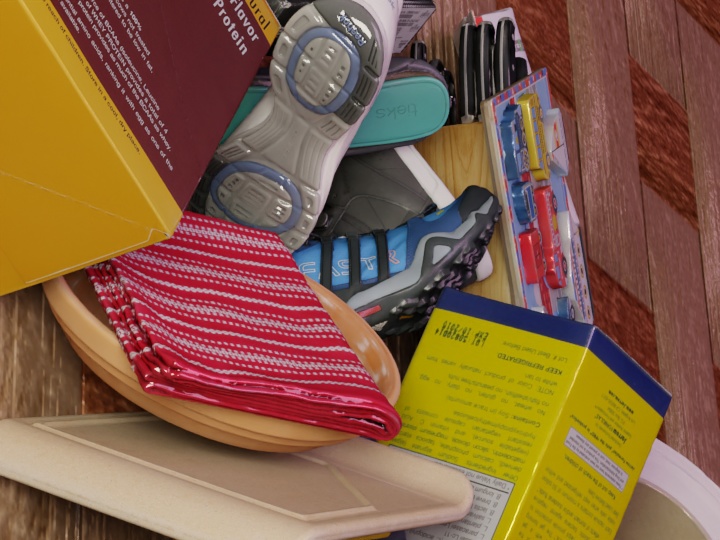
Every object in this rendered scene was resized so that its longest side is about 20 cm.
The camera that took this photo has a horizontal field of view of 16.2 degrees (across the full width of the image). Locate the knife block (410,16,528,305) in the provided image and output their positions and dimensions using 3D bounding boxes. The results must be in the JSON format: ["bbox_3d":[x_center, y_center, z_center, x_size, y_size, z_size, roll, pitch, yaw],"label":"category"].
[{"bbox_3d":[0.083,-0.054,1.600,0.200,0.176,0.064,42,1,30],"label":"knife block"}]

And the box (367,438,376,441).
[{"bbox_3d":[0.010,0.145,1.505,0.200,0.047,0.123,41,39,-45],"label":"box"}]

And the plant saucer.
[{"bbox_3d":[-0.076,0.036,1.314,0.199,0.038,0.200,22,22,-9],"label":"plant saucer"}]

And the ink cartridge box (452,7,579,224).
[{"bbox_3d":[0.112,-0.104,1.763,0.200,0.050,0.162,173,-101,-87],"label":"ink cartridge box"}]

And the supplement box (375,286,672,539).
[{"bbox_3d":[0.073,0.129,1.414,0.109,0.108,0.201,39,71,-50],"label":"supplement box"}]

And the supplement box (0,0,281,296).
[{"bbox_3d":[-0.164,-0.129,1.246,0.198,0.132,0.200,59,30,-25],"label":"supplement box"}]

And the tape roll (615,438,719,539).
[{"bbox_3d":[0.162,0.186,1.544,0.202,0.071,0.203,26,33,-19],"label":"tape roll"}]

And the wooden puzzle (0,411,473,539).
[{"bbox_3d":[-0.064,0.107,1.267,0.200,0.184,0.038,-7,111,-61],"label":"wooden puzzle"}]

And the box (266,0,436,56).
[{"bbox_3d":[-0.071,-0.202,1.470,0.193,0.048,0.200,48,23,16],"label":"box"}]

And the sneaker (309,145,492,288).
[{"bbox_3d":[-0.015,-0.048,1.551,0.200,0.099,0.071,51,-13,25],"label":"sneaker"}]

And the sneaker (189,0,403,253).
[{"bbox_3d":[-0.027,-0.081,1.401,0.074,0.200,0.087,38,38,1],"label":"sneaker"}]

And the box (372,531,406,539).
[{"bbox_3d":[-0.054,0.215,1.268,0.200,0.106,0.150,2,77,-62],"label":"box"}]

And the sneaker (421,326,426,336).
[{"bbox_3d":[0.063,0.008,1.669,0.090,0.075,0.200,59,21,-27],"label":"sneaker"}]

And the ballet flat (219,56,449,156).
[{"bbox_3d":[-0.045,-0.092,1.483,0.199,0.073,0.074,-10,81,-23],"label":"ballet flat"}]

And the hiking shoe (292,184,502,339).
[{"bbox_3d":[0.000,0.000,1.445,0.087,0.075,0.200,43,58,14],"label":"hiking shoe"}]

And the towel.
[{"bbox_3d":[-0.070,0.017,1.284,0.144,0.023,0.200,14,23,-30],"label":"towel"}]

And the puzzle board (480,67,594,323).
[{"bbox_3d":[0.117,-0.020,1.593,0.151,0.017,0.201,-34,116,-68],"label":"puzzle board"}]
